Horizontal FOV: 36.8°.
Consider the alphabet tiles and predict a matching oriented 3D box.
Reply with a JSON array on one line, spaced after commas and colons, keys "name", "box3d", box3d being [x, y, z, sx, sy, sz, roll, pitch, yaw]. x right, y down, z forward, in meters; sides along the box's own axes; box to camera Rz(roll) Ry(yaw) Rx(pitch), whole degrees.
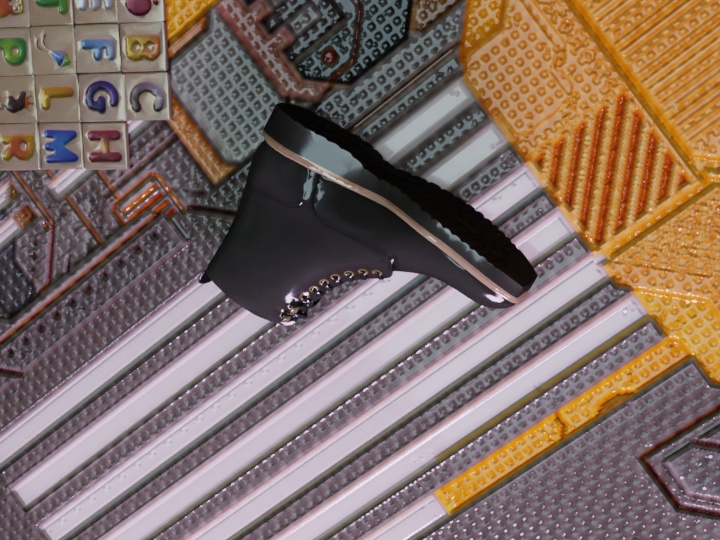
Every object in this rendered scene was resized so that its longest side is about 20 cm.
[{"name": "alphabet tiles", "box3d": [-0.228, -0.153, 0.757, 0.200, 0.006, 0.167, 1, 99, 12]}]

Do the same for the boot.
[{"name": "boot", "box3d": [0.000, 0.000, 0.705, 0.200, 0.077, 0.138, 36, 109, 18]}]
